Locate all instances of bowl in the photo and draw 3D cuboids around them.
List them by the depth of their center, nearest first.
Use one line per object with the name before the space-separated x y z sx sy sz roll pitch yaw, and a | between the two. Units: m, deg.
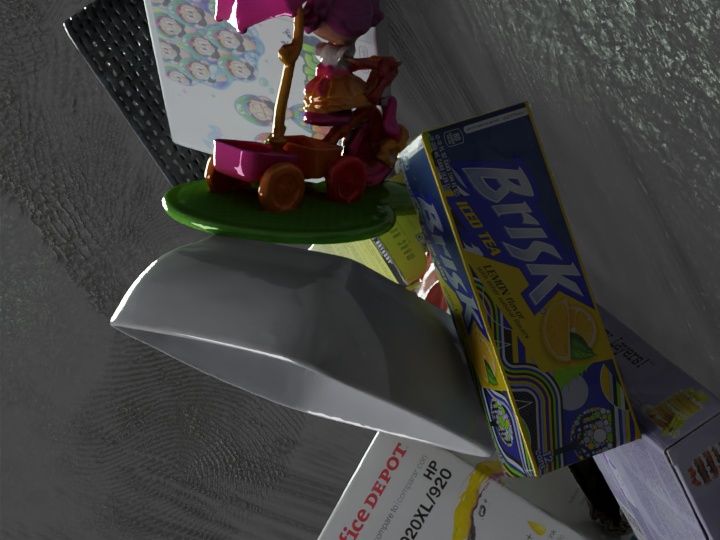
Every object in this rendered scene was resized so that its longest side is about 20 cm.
bowl | -0.023 0.041 1.062 0.199 0.075 0.200 10 165 44

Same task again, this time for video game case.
video game case | -0.064 -0.139 1.266 0.181 0.024 0.200 17 146 15

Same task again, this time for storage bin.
storage bin | -0.140 -0.144 1.438 0.200 0.094 0.135 55 -176 -4

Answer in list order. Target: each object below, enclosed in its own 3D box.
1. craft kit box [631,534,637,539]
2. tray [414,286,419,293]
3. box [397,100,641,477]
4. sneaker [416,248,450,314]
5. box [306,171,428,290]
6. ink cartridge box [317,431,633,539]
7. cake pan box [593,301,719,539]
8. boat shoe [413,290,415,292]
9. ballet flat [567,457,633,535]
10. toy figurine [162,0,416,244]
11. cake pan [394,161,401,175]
craft kit box | 0.125 0.170 1.537 0.200 0.049 0.198 37 -178 -13
tray | 0.066 0.023 1.330 0.200 0.022 0.108 54 173 32
box | 0.088 0.012 1.000 0.064 0.070 0.201 146 106 -76
sneaker | 0.069 0.002 1.153 0.200 0.078 0.116 122 152 -53
box | 0.000 0.000 1.318 0.075 0.050 0.200 57 153 6
ink cartridge box | 0.087 0.203 1.344 0.199 0.148 0.145 32 -165 10
cake pan box | 0.196 0.132 1.081 0.200 0.052 0.184 61 175 -25
boat shoe | 0.061 0.058 1.468 0.200 0.072 0.059 39 160 -32
ballet flat | 0.160 0.125 1.225 0.067 0.046 0.200 9 146 32
toy figurine | -0.025 -0.126 1.121 0.150 0.199 0.185 20 111 44
cake pan | 0.092 -0.003 1.271 0.201 0.037 0.200 56 173 10
